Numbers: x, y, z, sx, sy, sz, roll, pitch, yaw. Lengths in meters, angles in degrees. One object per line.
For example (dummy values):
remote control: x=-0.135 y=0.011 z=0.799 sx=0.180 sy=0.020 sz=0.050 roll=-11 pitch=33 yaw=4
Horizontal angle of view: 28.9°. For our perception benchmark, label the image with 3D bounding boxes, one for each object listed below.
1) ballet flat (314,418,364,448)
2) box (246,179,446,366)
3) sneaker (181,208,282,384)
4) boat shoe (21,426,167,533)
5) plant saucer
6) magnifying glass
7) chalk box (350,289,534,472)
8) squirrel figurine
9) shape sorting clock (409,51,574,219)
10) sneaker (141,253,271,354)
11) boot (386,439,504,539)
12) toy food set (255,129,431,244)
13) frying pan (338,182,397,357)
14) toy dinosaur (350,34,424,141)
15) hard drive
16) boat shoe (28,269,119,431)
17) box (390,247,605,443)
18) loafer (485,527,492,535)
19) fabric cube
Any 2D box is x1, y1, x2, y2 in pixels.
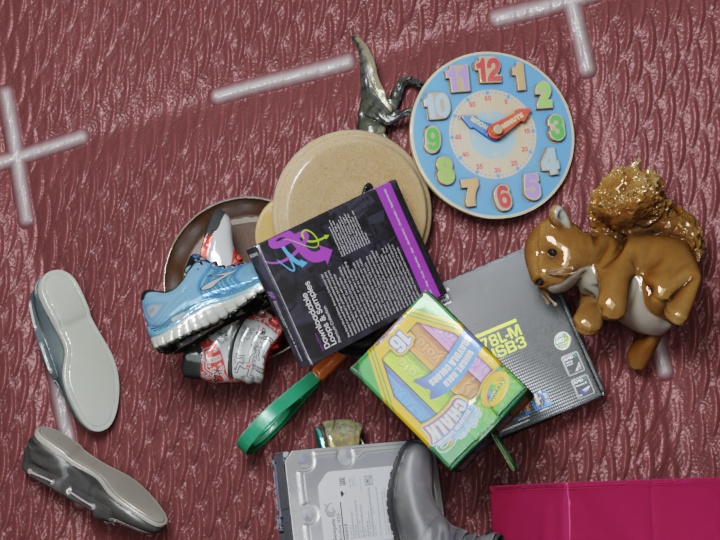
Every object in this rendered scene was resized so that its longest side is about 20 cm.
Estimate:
ballet flat: x=-0.006 y=0.268 z=1.596 sx=0.070 sy=0.071 sz=0.201 roll=-10 pitch=80 yaw=6
box: x=-0.014 y=0.001 z=1.542 sx=0.200 sy=0.036 sz=0.143 roll=-26 pitch=94 yaw=-32
sneaker: x=-0.139 y=0.033 z=1.621 sx=0.108 sy=0.067 sz=0.202 roll=8 pitch=76 yaw=-2
boat shoe: x=-0.314 y=0.259 z=1.642 sx=0.200 sy=0.067 sz=0.057 roll=33 pitch=102 yaw=16
plant saucer: x=-0.136 y=0.012 z=1.670 sx=0.200 sy=0.034 sz=0.201 roll=-1 pitch=80 yaw=8
magnifying glass: x=-0.067 y=0.138 z=1.625 sx=0.200 sy=0.080 sz=0.022 roll=-43 pitch=78 yaw=-11
chalk box: x=0.108 y=0.138 z=1.523 sx=0.200 sy=0.125 sz=0.124 roll=44 pitch=91 yaw=12
squirrel figurine: x=0.282 y=-0.021 z=1.564 sx=0.186 sy=0.142 sz=0.200 roll=25 pitch=68 yaw=3
shape sorting clock: x=0.155 y=-0.159 z=1.635 sx=0.199 sy=0.039 sz=0.201 roll=2 pitch=78 yaw=-9
sneaker: x=-0.154 y=0.011 z=1.552 sx=0.200 sy=0.078 sz=0.090 roll=-27 pitch=77 yaw=-10
boot: x=0.097 y=0.282 z=1.494 sx=0.131 sy=0.070 sz=0.201 roll=-5 pitch=78 yaw=33
toy food set: x=-0.010 y=-0.062 z=1.626 sx=0.198 sy=0.049 sz=0.200 roll=27 pitch=86 yaw=-15
frying pan: x=-0.015 y=0.006 z=1.586 sx=0.115 sy=0.031 sz=0.191 roll=-16 pitch=86 yaw=-20
toy dinosaur: x=0.032 y=-0.197 z=1.677 sx=0.088 sy=0.047 sz=0.201 roll=-6 pitch=77 yaw=14
hard drive: x=0.002 y=0.262 z=1.549 sx=0.199 sy=0.038 sz=0.140 roll=0 pitch=77 yaw=-31
boat shoe: x=-0.348 y=0.101 z=1.682 sx=0.062 sy=0.073 sz=0.201 roll=-25 pitch=83 yaw=47
box: x=0.153 y=0.093 z=1.609 sx=0.199 sy=0.048 sz=0.194 roll=-22 pitch=80 yaw=4
loafer: x=0.121 y=0.363 z=1.560 sx=0.072 sy=0.063 sz=0.200 roll=34 pitch=86 yaw=12
fabric cube: x=0.263 y=0.319 z=1.454 sx=0.199 sy=0.196 sz=0.200 roll=1 pitch=79 yaw=-17
